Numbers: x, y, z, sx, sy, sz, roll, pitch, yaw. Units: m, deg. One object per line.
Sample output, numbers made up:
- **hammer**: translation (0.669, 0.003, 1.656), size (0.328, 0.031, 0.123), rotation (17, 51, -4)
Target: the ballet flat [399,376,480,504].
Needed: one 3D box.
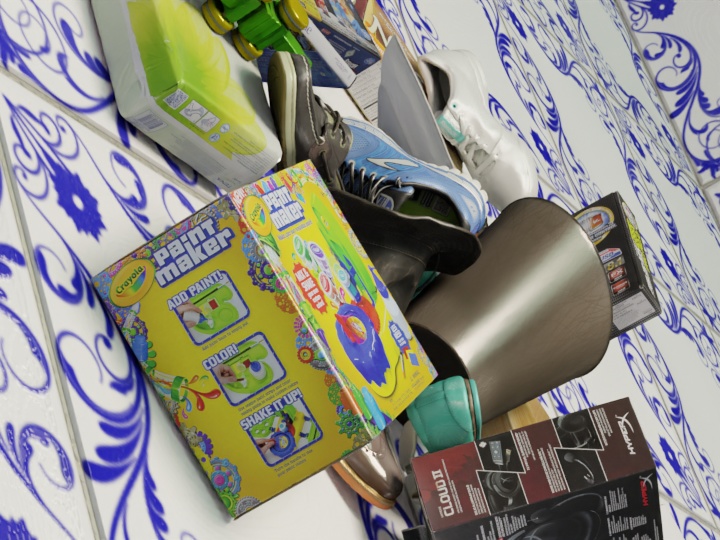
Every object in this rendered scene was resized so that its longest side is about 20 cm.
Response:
- **ballet flat**: translation (0.068, 0.157, 1.645), size (0.200, 0.070, 0.067), rotation (78, 4, -50)

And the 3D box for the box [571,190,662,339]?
- **box**: translation (0.194, 0.025, 2.022), size (0.044, 0.200, 0.160), rotation (49, 21, -33)

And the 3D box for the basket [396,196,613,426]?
- **basket**: translation (0.111, 0.054, 1.762), size (0.200, 0.136, 0.181), rotation (-32, 120, -44)

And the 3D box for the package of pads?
- **package of pads**: translation (-0.144, -0.174, 1.630), size (0.154, 0.068, 0.200), rotation (36, 30, -49)

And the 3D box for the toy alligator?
- **toy alligator**: translation (-0.102, -0.230, 1.620), size (0.200, 0.059, 0.054), rotation (41, 26, -43)

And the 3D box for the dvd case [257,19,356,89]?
- **dvd case**: translation (-0.105, -0.233, 1.754), size (0.142, 0.018, 0.200), rotation (11, -30, 49)

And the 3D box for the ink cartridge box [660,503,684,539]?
- **ink cartridge box**: translation (0.245, 0.328, 1.777), size (0.200, 0.146, 0.086), rotation (62, 20, 9)

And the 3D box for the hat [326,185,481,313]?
- **hat**: translation (0.000, 0.000, 1.656), size (0.201, 0.200, 0.081), rotation (35, 66, -53)

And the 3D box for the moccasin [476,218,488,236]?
- **moccasin**: translation (0.098, -0.019, 2.053), size (0.202, 0.078, 0.074), rotation (-101, 170, -54)

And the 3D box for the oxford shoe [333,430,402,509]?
- **oxford shoe**: translation (-0.008, 0.090, 1.578), size (0.200, 0.073, 0.071), rotation (64, 19, 10)

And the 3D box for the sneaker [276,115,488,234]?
- **sneaker**: translation (0.017, -0.077, 1.779), size (0.199, 0.079, 0.089), rotation (20, 20, 1)

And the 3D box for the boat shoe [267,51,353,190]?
- **boat shoe**: translation (-0.040, -0.110, 1.683), size (0.201, 0.066, 0.072), rotation (88, -9, -51)

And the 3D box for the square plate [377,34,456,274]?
- **square plate**: translation (0.050, -0.091, 1.945), size (0.200, 0.028, 0.198), rotation (90, -15, -49)

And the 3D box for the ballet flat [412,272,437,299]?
- **ballet flat**: translation (0.015, -0.055, 1.888), size (0.070, 0.067, 0.200), rotation (16, 43, -46)

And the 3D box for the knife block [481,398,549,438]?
- **knife block**: translation (0.117, 0.143, 1.852), size (0.200, 0.064, 0.176), rotation (57, 17, -9)

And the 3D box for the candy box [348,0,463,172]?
- **candy box**: translation (0.039, -0.189, 2.167), size (0.200, 0.055, 0.116), rotation (54, 20, -20)

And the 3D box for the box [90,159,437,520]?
- **box**: translation (-0.063, 0.043, 1.428), size (0.193, 0.122, 0.200), rotation (59, 18, -1)

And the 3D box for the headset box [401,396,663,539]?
- **headset box**: translation (0.133, 0.196, 1.585), size (0.149, 0.199, 0.077), rotation (74, 0, -48)

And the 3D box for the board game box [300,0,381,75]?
- **board game box**: translation (-0.080, -0.305, 2.018), size (0.200, 0.062, 0.200), rotation (22, 40, -62)

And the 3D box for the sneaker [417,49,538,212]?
- **sneaker**: translation (0.114, -0.145, 2.136), size (0.088, 0.075, 0.200), rotation (-2, 61, -54)
